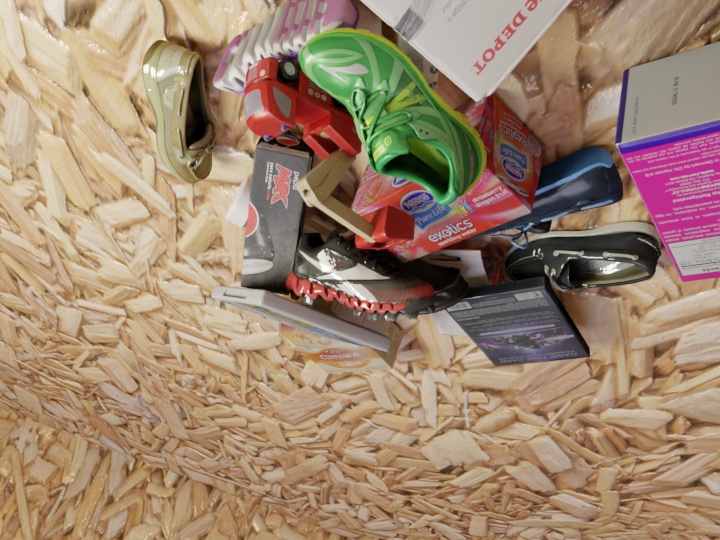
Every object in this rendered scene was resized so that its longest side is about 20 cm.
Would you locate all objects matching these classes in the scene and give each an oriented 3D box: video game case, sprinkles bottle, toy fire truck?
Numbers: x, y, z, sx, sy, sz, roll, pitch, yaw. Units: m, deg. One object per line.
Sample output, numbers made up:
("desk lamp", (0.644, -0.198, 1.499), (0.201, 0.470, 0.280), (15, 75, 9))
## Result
("video game case", (0.209, 0.075, 0.937), (0.141, 0.019, 0.200), (-11, 145, 30))
("sprinkles bottle", (-0.085, -0.052, 0.967), (0.198, 0.069, 0.068), (30, 147, -14))
("toy fire truck", (-0.030, -0.109, 0.696), (0.198, 0.143, 0.048), (16, 160, -38))
("video game case", (-0.083, 0.063, 0.952), (0.198, 0.022, 0.181), (23, 169, -29))

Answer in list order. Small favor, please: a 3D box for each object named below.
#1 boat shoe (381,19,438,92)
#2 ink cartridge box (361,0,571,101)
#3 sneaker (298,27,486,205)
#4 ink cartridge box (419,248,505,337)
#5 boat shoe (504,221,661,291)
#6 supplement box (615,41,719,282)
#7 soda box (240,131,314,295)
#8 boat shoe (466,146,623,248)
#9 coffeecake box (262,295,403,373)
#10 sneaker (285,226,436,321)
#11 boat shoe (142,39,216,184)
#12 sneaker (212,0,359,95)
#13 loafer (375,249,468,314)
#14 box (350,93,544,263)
("boat shoe", (0.057, -0.221, 0.650), (0.068, 0.071, 0.201), (-6, 139, -7))
("ink cartridge box", (0.060, -0.252, 0.521), (0.199, 0.084, 0.145), (35, 111, -21))
("sneaker", (0.028, -0.136, 0.620), (0.199, 0.084, 0.074), (37, 141, -8))
("ink cartridge box", (0.140, 0.018, 0.963), (0.108, 0.051, 0.201), (3, 143, 26))
("boat shoe", (0.258, -0.008, 0.845), (0.199, 0.061, 0.075), (-17, 133, 44))
("supplement box", (0.321, -0.092, 0.648), (0.102, 0.102, 0.200), (-9, 138, 37))
("soda box", (-0.105, -0.071, 0.878), (0.070, 0.064, 0.202), (10, 122, -3))
("boat shoe", (0.191, -0.064, 0.776), (0.199, 0.085, 0.069), (-17, 121, 47))
("coffeecake box", (-0.050, 0.083, 1.142), (0.152, 0.074, 0.200), (-10, 136, 40))
("sneaker", (0.000, 0.000, 0.835), (0.198, 0.099, 0.071), (12, -167, 28))
("boat shoe", (-0.205, -0.180, 0.847), (0.062, 0.074, 0.202), (17, 140, 14))
("sneaker", (-0.063, -0.217, 0.712), (0.088, 0.081, 0.199), (34, 151, -33))
("loafer", (0.038, 0.003, 0.888), (0.197, 0.073, 0.072), (6, 123, 18))
("box", (0.091, -0.096, 0.777), (0.099, 0.096, 0.199), (38, 144, -25))
